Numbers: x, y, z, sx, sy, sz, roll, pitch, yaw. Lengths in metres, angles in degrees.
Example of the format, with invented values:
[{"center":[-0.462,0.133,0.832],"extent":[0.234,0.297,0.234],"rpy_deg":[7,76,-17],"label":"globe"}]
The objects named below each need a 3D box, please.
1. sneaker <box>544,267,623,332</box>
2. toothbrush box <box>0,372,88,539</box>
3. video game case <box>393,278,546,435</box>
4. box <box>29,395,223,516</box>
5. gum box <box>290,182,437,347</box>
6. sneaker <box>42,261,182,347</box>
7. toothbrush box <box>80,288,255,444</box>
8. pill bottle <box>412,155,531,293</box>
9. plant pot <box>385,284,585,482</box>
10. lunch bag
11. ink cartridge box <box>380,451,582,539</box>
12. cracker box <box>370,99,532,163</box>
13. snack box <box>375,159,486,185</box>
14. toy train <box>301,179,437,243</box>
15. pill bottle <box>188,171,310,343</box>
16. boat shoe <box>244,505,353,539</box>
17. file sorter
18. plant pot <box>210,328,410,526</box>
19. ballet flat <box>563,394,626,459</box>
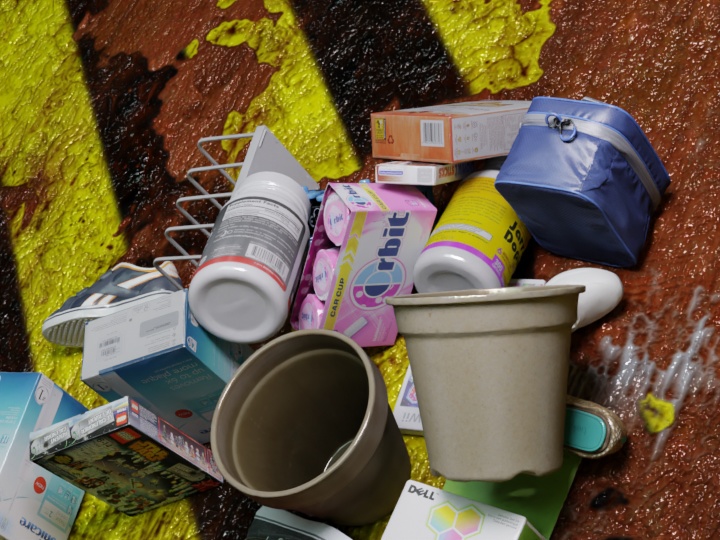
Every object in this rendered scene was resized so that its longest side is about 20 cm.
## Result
[{"center":[0.195,0.061,1.627],"extent":[0.200,0.071,0.080],"rpy_deg":[-21,29,3],"label":"sneaker"},{"center":[-0.414,0.246,1.847],"extent":[0.085,0.146,0.200],"rpy_deg":[-1,57,33],"label":"toothbrush box"},{"center":[0.124,0.097,1.706],"extent":[0.143,0.018,0.200],"rpy_deg":[2,59,33],"label":"video game case"},{"center":[-0.269,0.219,1.744],"extent":[0.137,0.200,0.040],"rpy_deg":[-22,55,19],"label":"box"},{"center":[0.000,0.000,1.731],"extent":[0.066,0.113,0.200],"rpy_deg":[50,133,46],"label":"gum box"},{"center":[-0.327,0.044,2.000],"extent":[0.200,0.078,0.080],"rpy_deg":[-13,56,11],"label":"sneaker"},{"center":[-0.214,0.122,1.781],"extent":[0.146,0.200,0.085],"rpy_deg":[-17,52,20],"label":"toothbrush box"},{"center":[0.142,-0.044,1.725],"extent":[0.104,0.104,0.200],"rpy_deg":[0,43,33],"label":"pill bottle"},{"center":[0.130,0.111,1.498],"extent":[0.200,0.200,0.184],"rpy_deg":[-4,90,31],"label":"plant pot"},{"center":[0.246,-0.109,1.651],"extent":[0.136,0.200,0.132],"rpy_deg":[13,69,35],"label":"lunch bag"},{"center":[0.121,0.247,1.547],"extent":[0.148,0.076,0.200],"rpy_deg":[13,69,35],"label":"ink cartridge box"},{"center":[0.129,-0.166,1.772],"extent":[0.134,0.200,0.058],"rpy_deg":[8,104,47],"label":"cracker box"},{"center":[0.086,-0.119,1.763],"extent":[0.072,0.200,0.024],"rpy_deg":[2,98,21],"label":"snack box"},{"center":[-0.004,-0.069,1.850],"extent":[0.200,0.114,0.087],"rpy_deg":[-3,98,43],"label":"toy train"},{"center":[-0.122,-0.019,1.746],"extent":[0.116,0.116,0.200],"rpy_deg":[-15,34,23],"label":"pill bottle"},{"center":[-0.055,0.306,1.628],"extent":[0.200,0.069,0.057],"rpy_deg":[9,60,52],"label":"boat shoe"},{"center":[-0.162,-0.059,1.926],"extent":[0.124,0.139,0.200],"rpy_deg":[-4,56,34],"label":"file sorter"},{"center":[-0.035,0.190,1.632],"extent":[0.200,0.174,0.200],"rpy_deg":[-17,51,21],"label":"plant pot"},{"center":[0.195,0.154,1.588],"extent":[0.200,0.065,0.071],"rpy_deg":[22,95,40],"label":"ballet flat"}]
